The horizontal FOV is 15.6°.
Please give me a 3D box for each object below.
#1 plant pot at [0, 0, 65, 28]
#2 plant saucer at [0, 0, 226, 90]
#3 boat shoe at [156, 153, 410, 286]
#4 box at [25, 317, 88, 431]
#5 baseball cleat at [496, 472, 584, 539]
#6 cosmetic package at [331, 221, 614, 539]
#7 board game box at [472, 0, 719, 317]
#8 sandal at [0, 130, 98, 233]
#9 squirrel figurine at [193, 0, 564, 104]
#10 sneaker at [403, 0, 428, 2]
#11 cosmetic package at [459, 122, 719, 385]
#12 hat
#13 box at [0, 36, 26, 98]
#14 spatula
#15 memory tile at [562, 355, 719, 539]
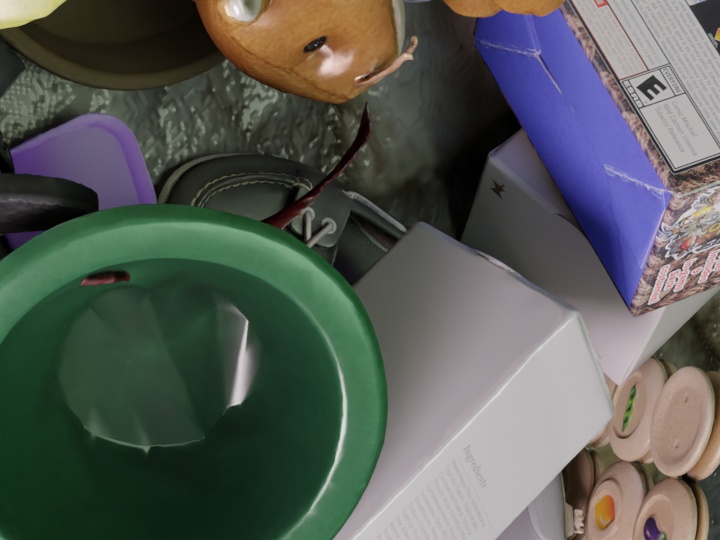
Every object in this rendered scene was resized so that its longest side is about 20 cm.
[{"bbox_3d":[-0.126,-0.183,0.881,0.200,0.200,0.185,-20,111,-36],"label":"plant pot"},{"bbox_3d":[-0.091,-0.172,1.034,0.199,0.029,0.201,-12,109,-39],"label":"plant saucer"},{"bbox_3d":[0.000,0.000,1.136,0.200,0.057,0.067,25,84,-42],"label":"boat shoe"},{"bbox_3d":[-0.146,0.069,1.012,0.200,0.038,0.137,13,94,-53],"label":"box"},{"bbox_3d":[0.036,0.166,1.201,0.106,0.070,0.201,14,83,-28],"label":"baseball cleat"},{"bbox_3d":[-0.001,0.084,1.063,0.200,0.102,0.074,-42,137,-17],"label":"cosmetic package"},{"bbox_3d":[0.174,-0.098,1.127,0.199,0.160,0.097,-19,153,-17],"label":"board game box"},{"bbox_3d":[-0.173,-0.042,0.923,0.200,0.075,0.048,7,79,-42],"label":"sandal"},{"bbox_3d":[-0.002,-0.169,1.006,0.186,0.142,0.200,-39,114,0],"label":"squirrel figurine"},{"bbox_3d":[0.091,-0.194,1.131,0.200,0.112,0.071,-55,129,-17],"label":"sneaker"},{"bbox_3d":[0.152,-0.057,1.207,0.200,0.108,0.085,-40,165,-25],"label":"cosmetic package"},{"bbox_3d":[-0.083,0.027,1.032,0.199,0.176,0.167,6,109,-18],"label":"hat"},{"bbox_3d":[-0.224,-0.089,0.934,0.143,0.036,0.200,-53,130,-18],"label":"box"},{"bbox_3d":[-0.165,0.002,1.017,0.200,0.020,0.057,-35,125,-29],"label":"spatula"},{"bbox_3d":[0.110,0.136,1.207,0.017,0.153,0.201,15,91,-22],"label":"memory tile"}]
